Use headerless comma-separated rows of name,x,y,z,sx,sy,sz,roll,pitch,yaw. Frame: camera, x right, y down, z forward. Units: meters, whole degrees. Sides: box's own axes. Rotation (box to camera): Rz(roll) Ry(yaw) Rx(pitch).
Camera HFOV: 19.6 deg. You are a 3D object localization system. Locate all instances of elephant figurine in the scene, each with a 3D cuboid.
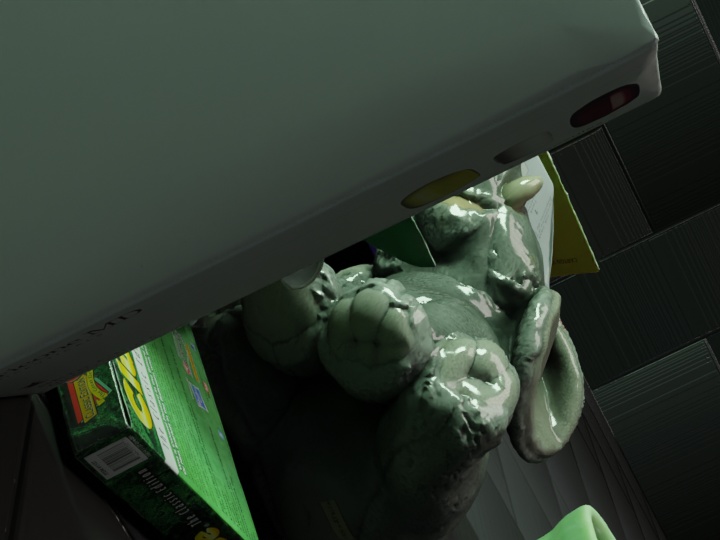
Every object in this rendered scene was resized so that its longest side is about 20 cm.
elephant figurine,0.034,0.023,0.836,0.142,0.155,0.200,47,35,3

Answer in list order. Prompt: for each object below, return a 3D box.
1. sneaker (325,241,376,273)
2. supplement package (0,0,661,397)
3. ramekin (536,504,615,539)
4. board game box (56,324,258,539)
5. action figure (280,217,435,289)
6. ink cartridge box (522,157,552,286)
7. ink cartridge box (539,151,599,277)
sneaker,0.000,0.000,0.979,0.200,0.080,0.088,49,23,-45
supplement package,-0.044,-0.076,0.542,0.156,0.200,0.111,65,7,6
ramekin,0.109,0.223,1.004,0.200,0.098,0.200,62,7,-14
board game box,-0.086,-0.001,0.695,0.105,0.023,0.200,58,8,-53
action figure,-0.051,-0.047,0.746,0.118,0.055,0.200,36,5,-19
ink cartridge box,0.028,-0.039,1.118,0.163,0.057,0.200,18,-13,25
ink cartridge box,0.028,-0.062,1.192,0.076,0.148,0.200,-40,111,-38
